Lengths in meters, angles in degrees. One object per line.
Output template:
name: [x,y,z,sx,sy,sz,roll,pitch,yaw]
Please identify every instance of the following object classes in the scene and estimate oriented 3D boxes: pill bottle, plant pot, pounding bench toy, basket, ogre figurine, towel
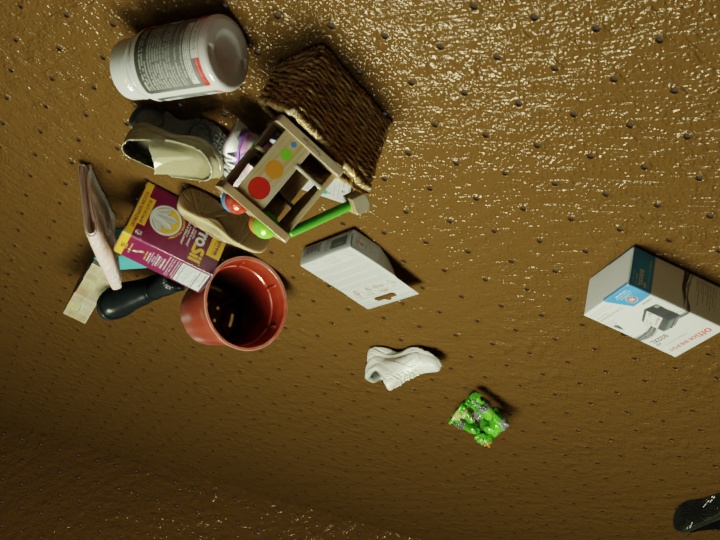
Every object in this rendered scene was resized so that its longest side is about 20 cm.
pill bottle: [-0.282,-0.323,1.394,0.198,0.115,0.114,-1,145,29]
plant pot: [-0.295,0.082,1.996,0.200,0.202,0.195,34,154,-26]
pounding bench toy: [-0.102,-0.108,1.373,0.200,0.156,0.124,40,176,-14]
basket: [-0.070,-0.220,1.412,0.142,0.150,0.200,-10,140,39]
ogre figurine: [0.295,0.364,2.216,0.119,0.098,0.201,35,134,6]
towel: [-0.530,-0.089,1.849,0.032,0.192,0.201,-13,148,-6]

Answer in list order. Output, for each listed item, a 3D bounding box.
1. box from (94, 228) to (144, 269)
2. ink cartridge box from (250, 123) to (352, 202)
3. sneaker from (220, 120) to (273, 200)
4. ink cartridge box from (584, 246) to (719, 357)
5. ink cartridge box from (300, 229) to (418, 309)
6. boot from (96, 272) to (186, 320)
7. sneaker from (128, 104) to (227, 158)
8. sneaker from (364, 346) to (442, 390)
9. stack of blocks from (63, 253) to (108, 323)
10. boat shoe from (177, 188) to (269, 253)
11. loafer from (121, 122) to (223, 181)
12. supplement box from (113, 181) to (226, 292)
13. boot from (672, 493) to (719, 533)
box: [-0.484,-0.051,1.973,0.198,0.083,0.049,-4,143,33]
ink cartridge box: [-0.105,-0.191,1.584,0.198,0.042,0.120,16,150,1]
sneaker: [-0.189,-0.167,1.560,0.088,0.081,0.201,17,147,1]
ink cartridge box: [0.522,0.059,1.602,0.198,0.084,0.145,24,149,-9]
ink cartridge box: [0.000,0.000,1.838,0.199,0.058,0.162,29,149,-34]
boot: [-0.480,0.040,2.037,0.168,0.199,0.077,-22,92,49]
sneaker: [-0.314,-0.231,1.617,0.198,0.075,0.087,24,158,8]
sneaker: [0.097,0.235,2.101,0.198,0.100,0.078,-5,143,34]
stack of blocks: [-0.621,0.017,2.121,0.058,0.116,0.200,28,130,-18]
boat shoe: [-0.274,-0.095,1.810,0.199,0.072,0.065,32,154,-7]
loafer: [-0.320,-0.190,1.525,0.198,0.068,0.076,18,133,23]
supplement box: [-0.381,-0.066,1.846,0.199,0.132,0.103,27,149,-15]
boot: [0.934,0.657,2.348,0.157,0.080,0.211,26,148,-13]
